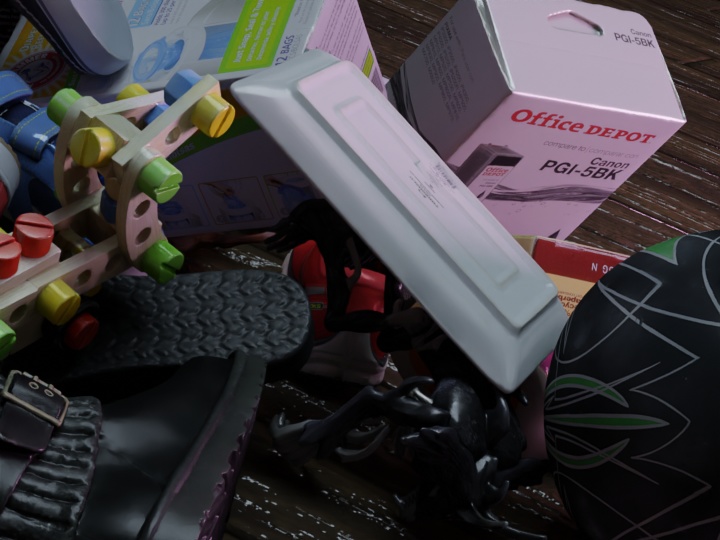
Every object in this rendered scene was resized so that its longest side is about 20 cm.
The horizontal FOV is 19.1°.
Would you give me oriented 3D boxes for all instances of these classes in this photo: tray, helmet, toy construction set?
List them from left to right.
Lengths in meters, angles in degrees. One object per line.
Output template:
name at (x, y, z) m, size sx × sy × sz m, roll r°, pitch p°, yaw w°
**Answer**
toy construction set at (-0.153, -0.018, 0.949) m, size 0.199 × 0.132 × 0.092 m, roll -15°, pitch 51°, yaw -36°
tray at (0.028, -0.034, 1.056) m, size 0.200 × 0.022 × 0.107 m, roll 48°, pitch 27°, yaw 4°
helmet at (0.181, 0.071, 1.027) m, size 0.190 × 0.201 × 0.200 m, roll 0°, pitch 24°, yaw -28°

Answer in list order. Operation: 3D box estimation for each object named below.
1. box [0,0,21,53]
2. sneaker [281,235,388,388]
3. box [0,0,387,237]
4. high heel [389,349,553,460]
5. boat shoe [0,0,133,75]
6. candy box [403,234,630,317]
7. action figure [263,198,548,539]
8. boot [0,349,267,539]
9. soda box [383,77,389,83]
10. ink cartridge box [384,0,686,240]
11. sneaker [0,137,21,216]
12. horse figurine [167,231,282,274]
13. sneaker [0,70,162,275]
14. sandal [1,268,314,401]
box at (-0.204, -0.156, 1.265) m, size 0.142 × 0.201 × 0.036 m, roll 5°, pitch 39°, yaw 5°
sneaker at (0.000, 0.000, 1.228) m, size 0.077 × 0.085 × 0.200 m, roll 16°, pitch 18°, yaw -9°
box at (-0.100, -0.091, 1.195) m, size 0.199 × 0.102 × 0.113 m, roll -5°, pitch 39°, yaw 20°
high heel at (0.107, 0.061, 1.166) m, size 0.199 × 0.068 × 0.096 m, roll 22°, pitch 27°, yaw -4°
boat shoe at (-0.198, -0.178, 1.154) m, size 0.200 × 0.066 × 0.070 m, roll 55°, pitch 18°, yaw 7°
candy box at (0.108, 0.015, 1.241) m, size 0.115 × 0.056 × 0.200 m, roll 13°, pitch -2°, yaw -19°
action figure at (0.022, 0.061, 1.051) m, size 0.119 × 0.102 × 0.201 m, roll 17°, pitch 42°, yaw -45°
boot at (-0.129, 0.069, 0.901) m, size 0.157 × 0.080 × 0.211 m, roll 19°, pitch 18°, yaw 3°
soda box at (-0.011, -0.092, 1.425) m, size 0.200 × 0.063 × 0.068 m, roll 18°, pitch 54°, yaw -49°
ink cartridge box at (0.083, -0.077, 1.337) m, size 0.146 × 0.200 × 0.083 m, roll 6°, pitch 54°, yaw -34°
sneaker at (-0.273, -0.018, 1.033) m, size 0.199 × 0.071 × 0.113 m, roll -1°, pitch 43°, yaw 16°
horse figurine at (-0.086, -0.037, 1.270) m, size 0.132 × 0.050 × 0.200 m, roll -3°, pitch 23°, yaw 24°
sneaker at (-0.176, -0.062, 1.103) m, size 0.200 × 0.082 × 0.074 m, roll 51°, pitch 32°, yaw -5°
sandal at (-0.121, 0.037, 1.031) m, size 0.199 × 0.048 × 0.076 m, roll 3°, pitch 54°, yaw 5°
